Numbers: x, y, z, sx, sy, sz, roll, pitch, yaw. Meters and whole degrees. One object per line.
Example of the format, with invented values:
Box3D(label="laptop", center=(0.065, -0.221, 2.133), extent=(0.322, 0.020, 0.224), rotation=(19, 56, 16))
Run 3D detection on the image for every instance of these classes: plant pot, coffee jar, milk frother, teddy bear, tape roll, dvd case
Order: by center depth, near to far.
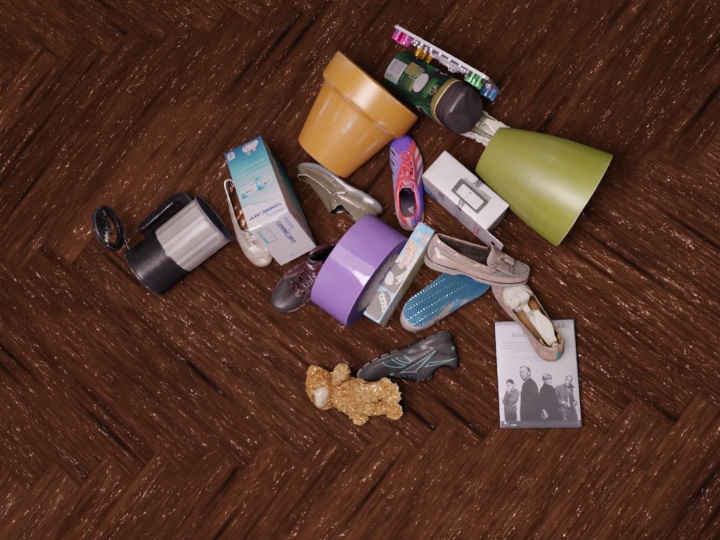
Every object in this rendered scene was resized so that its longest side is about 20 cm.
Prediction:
Box3D(label="plant pot", center=(0.320, -0.174, 1.129), extent=(0.200, 0.187, 0.188), rotation=(30, 88, 11))
Box3D(label="tape roll", center=(0.000, 0.000, 1.149), extent=(0.085, 0.200, 0.200), rotation=(36, 89, 12))
Box3D(label="dvd case", center=(0.333, 0.195, 1.160), extent=(0.150, 0.025, 0.201), rotation=(-2, 81, 8))
Box3D(label="teddy bear", center=(-0.015, 0.238, 1.161), extent=(0.199, 0.145, 0.067), rotation=(18, 51, 6))
Box3D(label="coffee jar", center=(0.142, -0.344, 1.191), extent=(0.200, 0.104, 0.085), rotation=(43, 102, 34))
Box3D(label="plant pot", center=(-0.020, -0.291, 1.208), extent=(0.200, 0.200, 0.183), rotation=(43, 105, 12))
Box3D(label="milk frother", center=(-0.395, -0.081, 1.222), extent=(0.188, 0.200, 0.181), rotation=(-38, 75, 2))

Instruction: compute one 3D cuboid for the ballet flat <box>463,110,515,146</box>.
Box3D(label="ballet flat", center=(0.239, -0.294, 1.223), extent=(0.200, 0.072, 0.072), rotation=(31, 88, 12))

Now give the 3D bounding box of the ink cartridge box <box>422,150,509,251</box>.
Box3D(label="ink cartridge box", center=(0.215, -0.127, 1.177), extent=(0.200, 0.116, 0.068), rotation=(44, 91, 11))

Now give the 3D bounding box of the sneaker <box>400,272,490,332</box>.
Box3D(label="sneaker", center=(0.160, 0.050, 1.185), extent=(0.200, 0.081, 0.077), rotation=(-27, 77, -16))

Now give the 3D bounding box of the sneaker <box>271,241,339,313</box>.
Box3D(label="sneaker", center=(-0.107, 0.004, 1.207), extent=(0.200, 0.116, 0.076), rotation=(-41, 79, 1))

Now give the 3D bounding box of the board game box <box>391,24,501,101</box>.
Box3D(label="board game box", center=(0.170, -0.394, 1.184), extent=(0.200, 0.200, 0.026), rotation=(35, 107, 12))

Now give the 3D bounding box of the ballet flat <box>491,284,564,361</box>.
Box3D(label="ballet flat", center=(0.314, 0.074, 1.139), extent=(0.068, 0.067, 0.200), rotation=(-32, 65, -6))

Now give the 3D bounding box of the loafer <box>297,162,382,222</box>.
Box3D(label="loafer", center=(-0.052, -0.151, 1.241), extent=(0.200, 0.075, 0.070), rotation=(32, 88, 15))

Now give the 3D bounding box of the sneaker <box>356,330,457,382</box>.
Box3D(label="sneaker", center=(0.091, 0.182, 1.174), extent=(0.199, 0.075, 0.080), rotation=(-22, 82, 5))

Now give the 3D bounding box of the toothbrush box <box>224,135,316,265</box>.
Box3D(label="toothbrush box", center=(-0.173, -0.134, 1.193), extent=(0.085, 0.146, 0.200), rotation=(-27, 60, 4))

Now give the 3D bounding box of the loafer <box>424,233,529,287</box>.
Box3D(label="loafer", center=(0.220, -0.020, 1.134), extent=(0.199, 0.072, 0.063), rotation=(11, 127, -2))

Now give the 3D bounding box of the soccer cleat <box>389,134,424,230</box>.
Box3D(label="soccer cleat", center=(0.093, -0.183, 1.224), extent=(0.068, 0.073, 0.201), rotation=(-5, 82, 8))

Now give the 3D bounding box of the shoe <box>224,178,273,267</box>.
Box3D(label="shoe", center=(-0.236, -0.100, 1.273), extent=(0.070, 0.053, 0.201), rotation=(-24, 79, 5))

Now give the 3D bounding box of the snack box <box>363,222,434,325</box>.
Box3D(label="snack box", center=(0.079, 0.011, 1.178), extent=(0.037, 0.116, 0.200), rotation=(31, 87, 11))
